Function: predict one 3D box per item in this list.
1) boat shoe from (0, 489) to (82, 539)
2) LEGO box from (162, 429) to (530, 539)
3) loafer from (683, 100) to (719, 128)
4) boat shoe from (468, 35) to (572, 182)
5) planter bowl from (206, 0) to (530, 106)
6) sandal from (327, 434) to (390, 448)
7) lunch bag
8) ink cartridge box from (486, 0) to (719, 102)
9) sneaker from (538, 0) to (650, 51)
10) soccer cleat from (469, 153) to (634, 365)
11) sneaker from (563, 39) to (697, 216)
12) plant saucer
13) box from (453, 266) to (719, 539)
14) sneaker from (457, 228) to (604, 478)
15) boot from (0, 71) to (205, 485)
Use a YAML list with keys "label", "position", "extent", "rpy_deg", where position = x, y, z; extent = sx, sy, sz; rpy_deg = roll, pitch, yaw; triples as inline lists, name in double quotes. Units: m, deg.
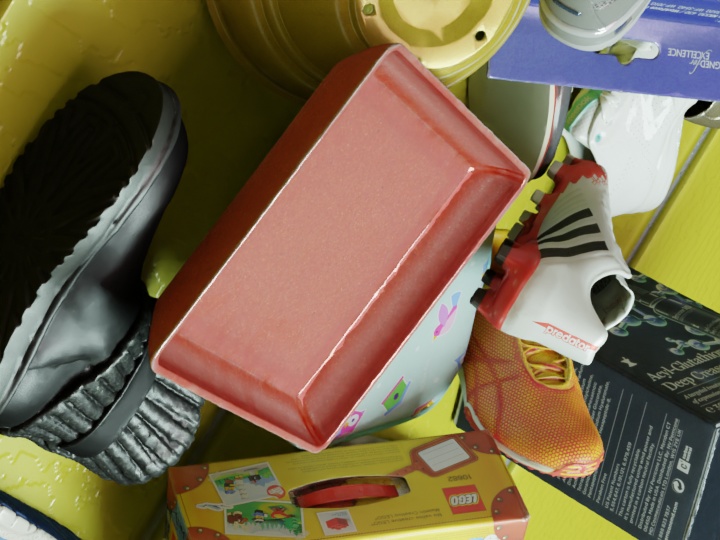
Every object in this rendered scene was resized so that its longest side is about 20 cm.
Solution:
- label: "boat shoe"
  position: [-0.191, 0.166, 1.165]
  extent: [0.072, 0.072, 0.200]
  rpy_deg: [-50, 134, -5]
- label: "LEGO box"
  position: [-0.016, 0.182, 1.275]
  extent: [0.199, 0.077, 0.149]
  rpy_deg: [-6, 132, -18]
- label: "loafer"
  position: [0.258, -0.180, 1.452]
  extent: [0.067, 0.076, 0.200]
  rpy_deg: [-27, 134, -46]
- label: "boat shoe"
  position: [0.110, -0.146, 1.303]
  extent: [0.062, 0.071, 0.200]
  rpy_deg: [-23, 126, -38]
- label: "planter bowl"
  position: [0.024, -0.159, 1.108]
  extent: [0.200, 0.083, 0.201]
  rpy_deg: [-10, 119, -18]
- label: "sandal"
  position: [0.034, 0.150, 1.405]
  extent: [0.200, 0.054, 0.081]
  rpy_deg: [16, 72, -48]
- label: "lunch bag"
  position: [0.000, 0.000, 1.264]
  extent: [0.160, 0.077, 0.200]
  rpy_deg: [-14, 125, -44]
- label: "ink cartridge box"
  position: [0.169, -0.204, 1.248]
  extent: [0.197, 0.047, 0.201]
  rpy_deg: [2, 90, -31]
- label: "sneaker"
  position: [0.164, -0.214, 1.160]
  extent: [0.200, 0.075, 0.082]
  rpy_deg: [-62, 169, -11]
- label: "soccer cleat"
  position: [0.128, -0.006, 1.285]
  extent: [0.069, 0.085, 0.200]
  rpy_deg: [-59, 177, 28]
- label: "sneaker"
  position: [0.170, -0.116, 1.403]
  extent: [0.088, 0.075, 0.200]
  rpy_deg: [-16, 128, -30]
- label: "plant saucer"
  position: [-0.014, -0.012, 1.128]
  extent: [0.200, 0.037, 0.200]
  rpy_deg: [-52, 150, 1]
- label: "box"
  position: [0.192, 0.089, 1.457]
  extent: [0.148, 0.200, 0.107]
  rpy_deg: [-15, 125, -46]
- label: "sneaker"
  position: [0.095, 0.048, 1.324]
  extent: [0.073, 0.200, 0.077]
  rpy_deg: [-1, 130, -25]
- label: "boot"
  position: [-0.121, 0.008, 1.114]
  extent: [0.158, 0.079, 0.211]
  rpy_deg: [23, 107, -48]
